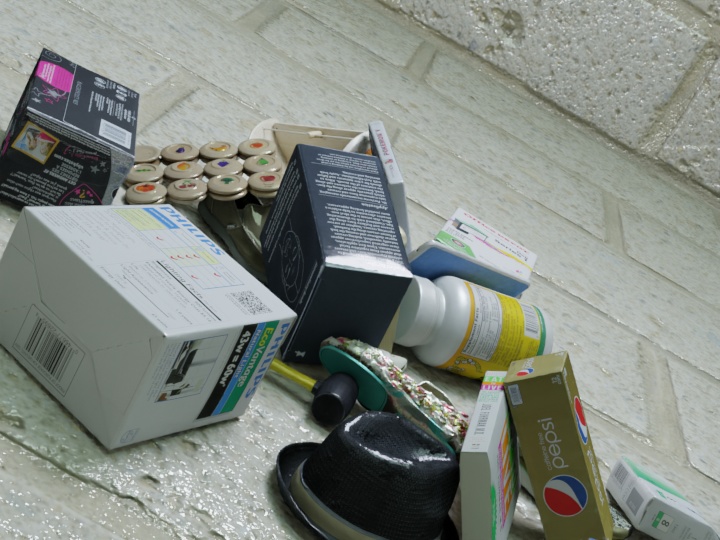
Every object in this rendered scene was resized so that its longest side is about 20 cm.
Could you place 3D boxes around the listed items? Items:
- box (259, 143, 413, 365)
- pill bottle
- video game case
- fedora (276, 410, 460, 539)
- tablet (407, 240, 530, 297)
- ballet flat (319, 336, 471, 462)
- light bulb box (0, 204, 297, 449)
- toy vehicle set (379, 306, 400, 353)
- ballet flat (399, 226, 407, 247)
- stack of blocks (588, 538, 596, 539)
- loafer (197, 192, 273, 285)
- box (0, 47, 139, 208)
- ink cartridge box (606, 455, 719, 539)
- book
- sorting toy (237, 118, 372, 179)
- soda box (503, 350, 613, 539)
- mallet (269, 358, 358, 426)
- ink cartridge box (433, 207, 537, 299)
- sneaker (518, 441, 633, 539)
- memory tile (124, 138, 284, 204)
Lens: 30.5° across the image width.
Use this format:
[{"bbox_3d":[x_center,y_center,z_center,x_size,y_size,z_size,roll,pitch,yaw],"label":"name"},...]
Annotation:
[{"bbox_3d":[-0.032,-0.016,1.470,0.106,0.149,0.201,8,42,-21],"label":"box"},{"bbox_3d":[0.129,0.072,1.622,0.199,0.113,0.113,19,23,-30],"label":"pill bottle"},{"bbox_3d":[0.043,-0.069,1.734,0.023,0.202,0.183,-10,31,-3],"label":"video game case"},{"bbox_3d":[0.024,0.193,1.223,0.199,0.092,0.201,26,21,-11],"label":"fedora"},{"bbox_3d":[0.110,0.023,1.666,0.199,0.130,0.014,20,43,-42],"label":"tablet"},{"bbox_3d":[0.044,0.132,1.414,0.200,0.076,0.064,41,52,5],"label":"ballet flat"},{"bbox_3d":[-0.202,0.042,1.217,0.198,0.125,0.199,39,21,24],"label":"light bulb box"},{"bbox_3d":[0.000,0.000,1.592,0.026,0.125,0.200,-2,33,-21],"label":"toy vehicle set"},{"bbox_3d":[0.021,-0.029,1.656,0.056,0.067,0.200,-3,-6,-18],"label":"ballet flat"},{"bbox_3d":[0.308,0.349,1.307,0.199,0.059,0.115,22,22,-23],"label":"stack of blocks"},{"bbox_3d":[-0.125,-0.049,1.610,0.200,0.070,0.075,43,24,30],"label":"loafer"},{"bbox_3d":[-0.329,-0.144,1.488,0.131,0.115,0.200,24,22,-19],"label":"box"},{"bbox_3d":[0.389,0.295,1.510,0.199,0.050,0.161,26,6,-5],"label":"ink cartridge box"},{"bbox_3d":[0.124,0.196,1.298,0.048,0.135,0.200,1,18,12],"label":"book"},{"bbox_3d":[-0.098,-0.135,1.804,0.199,0.108,0.179,11,21,38],"label":"sorting toy"},{"bbox_3d":[0.205,0.191,1.357,0.068,0.063,0.202,-46,122,-69],"label":"soda box"},{"bbox_3d":[-0.091,0.094,1.386,0.199,0.041,0.066,31,21,12],"label":"mallet"},{"bbox_3d":[0.163,-0.001,1.876,0.144,0.084,0.200,32,20,4],"label":"ink cartridge box"},{"bbox_3d":[0.225,0.216,1.455,0.200,0.089,0.077,39,23,15],"label":"sneaker"},{"bbox_3d":[-0.194,-0.124,1.634,0.198,0.017,0.154,-6,30,-9],"label":"memory tile"}]
